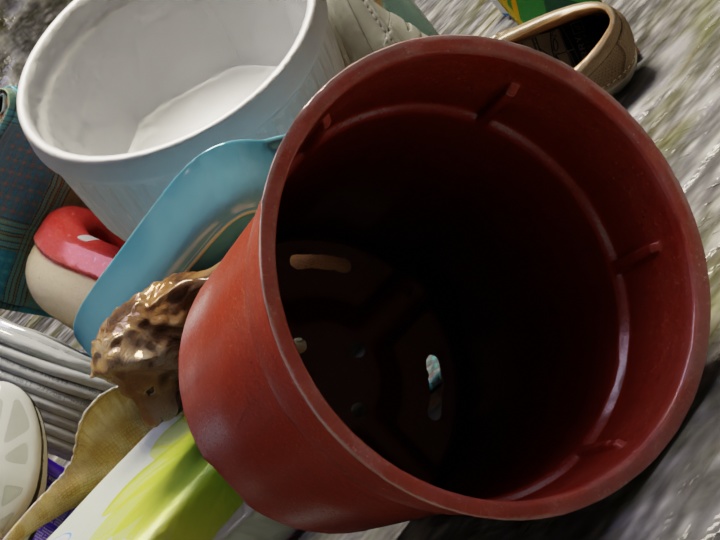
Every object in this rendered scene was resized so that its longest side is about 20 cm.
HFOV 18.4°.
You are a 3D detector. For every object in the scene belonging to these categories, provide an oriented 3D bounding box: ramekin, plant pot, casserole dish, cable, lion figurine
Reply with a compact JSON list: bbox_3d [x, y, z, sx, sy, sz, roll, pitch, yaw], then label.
[{"bbox_3d":[-0.098,-0.102,1.353,0.199,0.105,0.201,-16,42,15],"label":"ramekin"},{"bbox_3d":[0.018,0.026,0.973,0.201,0.201,0.195,-49,6,-26],"label":"plant pot"},{"bbox_3d":[-0.073,0.006,1.217,0.200,0.121,0.039,-50,46,31],"label":"casserole dish"},{"bbox_3d":[-0.209,0.078,1.443,0.070,0.199,0.200,-68,19,-4],"label":"cable"},{"bbox_3d":[-0.044,0.007,1.134,0.200,0.122,0.073,-43,51,32],"label":"lion figurine"}]

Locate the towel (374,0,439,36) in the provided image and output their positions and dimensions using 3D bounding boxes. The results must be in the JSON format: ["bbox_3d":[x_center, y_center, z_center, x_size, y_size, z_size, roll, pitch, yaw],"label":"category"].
[{"bbox_3d":[-0.023,-0.119,1.481,0.171,0.200,0.048,-37,12,11],"label":"towel"}]

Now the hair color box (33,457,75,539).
[{"bbox_3d":[-0.241,0.208,1.369,0.110,0.065,0.200,-57,3,32],"label":"hair color box"}]

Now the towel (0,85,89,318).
[{"bbox_3d":[-0.196,-0.037,1.486,0.022,0.199,0.147,29,99,36],"label":"towel"}]

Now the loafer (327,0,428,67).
[{"bbox_3d":[0.018,-0.132,1.422,0.070,0.201,0.070,-32,15,-8],"label":"loafer"}]

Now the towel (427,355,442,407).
[{"bbox_3d":[0.055,-0.023,1.203,0.147,0.022,0.200,-43,30,7],"label":"towel"}]

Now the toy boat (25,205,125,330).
[{"bbox_3d":[-0.117,-0.002,1.420,0.199,0.130,0.131,20,77,40],"label":"toy boat"}]

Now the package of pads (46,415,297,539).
[{"bbox_3d":[-0.117,0.157,1.201,0.200,0.068,0.154,-46,14,-16],"label":"package of pads"}]

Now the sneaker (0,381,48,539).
[{"bbox_3d":[-0.229,0.126,1.241,0.116,0.075,0.201,92,-167,-53],"label":"sneaker"}]

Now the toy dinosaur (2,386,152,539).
[{"bbox_3d":[-0.144,0.116,1.307,0.200,0.101,0.058,-41,45,-22],"label":"toy dinosaur"}]

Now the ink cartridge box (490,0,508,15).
[{"bbox_3d":[0.173,-0.291,1.721,0.200,0.086,0.146,-45,13,-1],"label":"ink cartridge box"}]

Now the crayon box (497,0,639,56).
[{"bbox_3d":[0.093,-0.209,1.434,0.051,0.200,0.127,-40,13,10],"label":"crayon box"}]

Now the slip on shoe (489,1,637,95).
[{"bbox_3d":[0.074,-0.105,1.350,0.199,0.076,0.061,-22,-17,4],"label":"slip on shoe"}]
